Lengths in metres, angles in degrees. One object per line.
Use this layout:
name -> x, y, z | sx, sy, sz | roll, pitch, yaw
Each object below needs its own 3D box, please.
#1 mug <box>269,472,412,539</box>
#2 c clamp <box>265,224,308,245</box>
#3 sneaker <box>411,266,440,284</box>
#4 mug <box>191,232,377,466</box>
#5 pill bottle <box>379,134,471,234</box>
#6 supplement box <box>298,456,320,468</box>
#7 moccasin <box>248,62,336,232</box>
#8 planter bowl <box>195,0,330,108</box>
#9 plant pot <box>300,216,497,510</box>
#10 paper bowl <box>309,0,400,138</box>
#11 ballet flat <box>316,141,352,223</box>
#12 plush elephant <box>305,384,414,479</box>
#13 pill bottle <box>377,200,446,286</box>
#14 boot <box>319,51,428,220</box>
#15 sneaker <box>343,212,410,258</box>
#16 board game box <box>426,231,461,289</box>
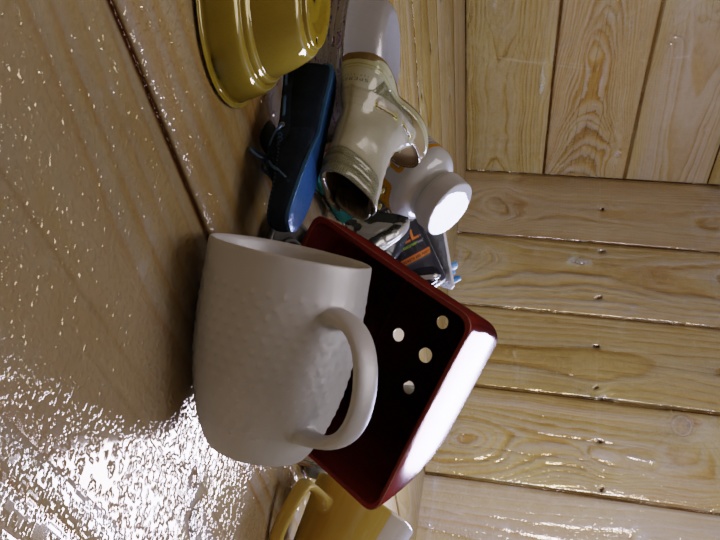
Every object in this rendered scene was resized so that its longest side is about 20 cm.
mug -> -0.044, 0.364, 1.068 | 0.155, 0.185, 0.149 | -58, -172, -20
c clamp -> -0.067, 0.041, 0.927 | 0.200, 0.027, 0.174 | 51, 51, -52
sneaker -> 0.036, 0.065, 1.169 | 0.084, 0.197, 0.072 | 62, 7, 4
mug -> -0.059, 0.075, 0.690 | 0.146, 0.198, 0.180 | 6, 97, -44
pill bottle -> 0.059, -0.144, 1.128 | 0.112, 0.200, 0.114 | -33, 149, -23
supplement box -> -0.050, 0.149, 1.054 | 0.126, 0.072, 0.205 | 60, 37, -70
moccasin -> -0.074, -0.129, 0.848 | 0.081, 0.067, 0.204 | 92, 9, -58
planter bowl -> -0.075, -0.251, 0.739 | 0.200, 0.081, 0.206 | 4, 90, -79
plant pot -> 0.028, 0.088, 0.830 | 0.175, 0.198, 0.203 | 7, 113, -58
paper bowl -> -0.009, -0.268, 1.026 | 0.200, 0.102, 0.206 | 6, 90, -78
ballet flat -> -0.035, -0.128, 1.081 | 0.201, 0.074, 0.065 | 79, -10, -67
plush elephant -> 0.015, 0.232, 1.209 | 0.200, 0.151, 0.169 | 50, 46, -74
pill bottle -> 0.046, -0.054, 1.252 | 0.203, 0.105, 0.106 | 64, 14, -1
boot -> 0.016, -0.128, 0.926 | 0.200, 0.071, 0.158 | 47, 51, -59
sneaker -> 0.000, 0.000, 0.964 | 0.200, 0.073, 0.086 | -46, 137, -44
board game box -> 0.080, -0.087, 1.312 | 0.026, 0.199, 0.204 | -24, 115, -26
